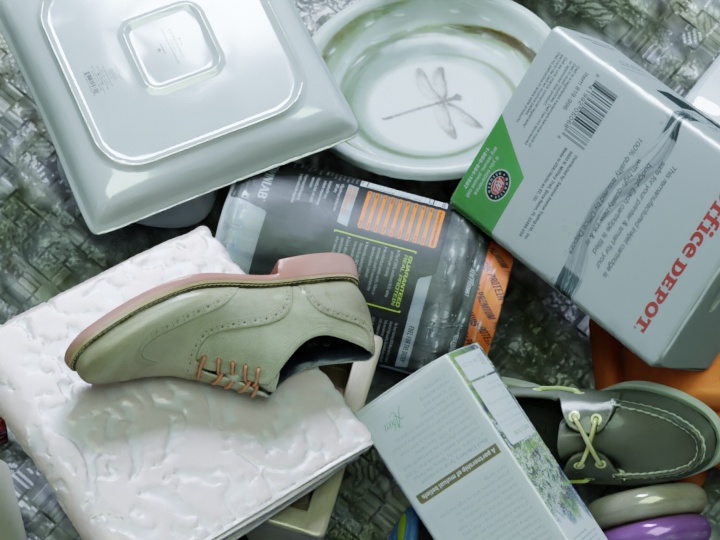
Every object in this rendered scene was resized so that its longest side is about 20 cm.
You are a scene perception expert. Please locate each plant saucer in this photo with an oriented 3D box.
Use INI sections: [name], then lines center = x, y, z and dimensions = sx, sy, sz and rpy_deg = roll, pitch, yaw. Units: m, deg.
[plant saucer]
center = 0.053, -0.126, 1.583
dimensions = 0.200, 0.050, 0.200
rpy_deg = -1, 48, 2

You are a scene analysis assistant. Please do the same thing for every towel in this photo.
[towel]
center = -0.123, 0.085, 1.380
dimensions = 0.191, 0.032, 0.200
rpy_deg = -29, 68, -25

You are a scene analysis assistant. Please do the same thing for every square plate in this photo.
[square plate]
center = -0.128, -0.145, 1.481
dimensions = 0.198, 0.028, 0.200
rpy_deg = -22, 71, -13

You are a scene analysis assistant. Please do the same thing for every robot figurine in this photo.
[robot figurine]
center = 0.241, 0.049, 1.513
dimensions = 0.117, 0.144, 0.200
rpy_deg = 11, 66, -22

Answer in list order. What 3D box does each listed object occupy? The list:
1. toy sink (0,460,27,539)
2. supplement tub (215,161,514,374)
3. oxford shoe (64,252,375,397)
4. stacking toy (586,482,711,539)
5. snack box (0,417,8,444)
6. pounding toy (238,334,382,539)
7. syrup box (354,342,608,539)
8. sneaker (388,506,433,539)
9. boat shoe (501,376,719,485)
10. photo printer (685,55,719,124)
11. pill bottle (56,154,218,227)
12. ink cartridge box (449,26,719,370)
[toy sink]
center = -0.293, 0.180, 1.361
dimensions = 0.112, 0.200, 0.130
rpy_deg = -20, 71, 7
[supplement tub]
center = 0.000, 0.000, 1.508
dimensions = 0.200, 0.123, 0.123
rpy_deg = 16, 68, 2
[oxford shoe]
center = -0.083, 0.044, 1.353
dimensions = 0.200, 0.071, 0.074
rpy_deg = -15, 66, -19
[stacking toy]
center = 0.208, 0.246, 1.451
dimensions = 0.085, 0.085, 0.200
rpy_deg = -8, 76, -8
[snack box]
center = -0.359, 0.060, 1.483
dimensions = 0.200, 0.068, 0.169
rpy_deg = -15, 70, -11
[pounding toy]
center = -0.106, 0.134, 1.455
dimensions = 0.184, 0.142, 0.200
rpy_deg = 17, 57, 1
[syrup box]
center = 0.090, 0.152, 1.410
dimensions = 0.081, 0.079, 0.200
rpy_deg = -35, 83, 18
[sneaker]
center = 0.072, 0.251, 1.448
dimensions = 0.083, 0.071, 0.200
rpy_deg = -19, 76, -19
[boat shoe]
center = 0.144, 0.111, 1.458
dimensions = 0.202, 0.060, 0.072
rpy_deg = 4, 103, 32
[photo printer]
center = 0.312, -0.092, 1.542
dimensions = 0.166, 0.069, 0.200
rpy_deg = 31, 33, 8
[pill bottle]
center = -0.134, -0.141, 1.556
dimensions = 0.116, 0.116, 0.200
rpy_deg = 16, 67, 1
[ink cartridge box]
center = 0.180, -0.046, 1.441
dimensions = 0.200, 0.083, 0.147
rpy_deg = 42, 109, 31
